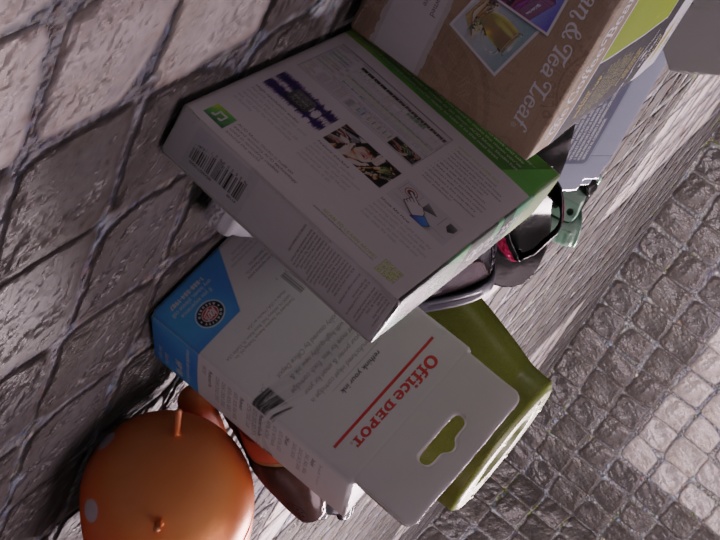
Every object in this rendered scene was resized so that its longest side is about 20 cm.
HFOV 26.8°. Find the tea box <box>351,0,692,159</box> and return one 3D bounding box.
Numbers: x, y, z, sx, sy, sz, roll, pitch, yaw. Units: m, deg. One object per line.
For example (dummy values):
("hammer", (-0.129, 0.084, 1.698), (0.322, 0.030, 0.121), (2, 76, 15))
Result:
("tea box", (0.127, -0.202, 0.841), (0.197, 0.133, 0.201), (-37, 161, -51))

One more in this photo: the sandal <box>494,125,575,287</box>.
("sandal", (0.127, -0.048, 1.166), (0.075, 0.045, 0.201), (-14, 142, -18))

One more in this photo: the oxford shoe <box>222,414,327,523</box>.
("oxford shoe", (-0.059, 0.107, 1.034), (0.071, 0.073, 0.200), (-16, -161, -3))

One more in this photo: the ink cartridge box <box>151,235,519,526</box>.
("ink cartridge box", (-0.017, 0.063, 0.916), (0.116, 0.200, 0.067), (-45, 167, -24))

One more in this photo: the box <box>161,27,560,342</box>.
("box", (0.008, -0.056, 0.797), (0.200, 0.144, 0.036), (-35, 164, -52))

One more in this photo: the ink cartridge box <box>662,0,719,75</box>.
("ink cartridge box", (0.255, -0.255, 1.036), (0.146, 0.084, 0.201), (-46, 127, -27))

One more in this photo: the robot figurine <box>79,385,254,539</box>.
("robot figurine", (-0.128, 0.162, 1.000), (0.143, 0.117, 0.200), (-34, 163, -21))

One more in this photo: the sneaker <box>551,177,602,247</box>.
("sneaker", (0.130, -0.043, 1.341), (0.201, 0.118, 0.074), (-48, 169, -12))

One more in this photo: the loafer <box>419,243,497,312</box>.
("loafer", (0.000, 0.000, 1.012), (0.199, 0.072, 0.063), (-14, 139, -18))

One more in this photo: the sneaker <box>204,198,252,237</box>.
("sneaker", (-0.002, -0.038, 0.881), (0.075, 0.115, 0.200), (-57, 167, 24))

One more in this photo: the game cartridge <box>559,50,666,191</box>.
("game cartridge", (0.158, -0.141, 1.139), (0.132, 0.042, 0.201), (1, 136, -26))

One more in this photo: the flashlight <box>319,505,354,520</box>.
("flashlight", (-0.012, 0.076, 1.099), (0.067, 0.068, 0.202), (7, 95, -30))

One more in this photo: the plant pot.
("plant pot", (0.042, 0.084, 1.208), (0.201, 0.193, 0.201), (-48, 167, -14))
